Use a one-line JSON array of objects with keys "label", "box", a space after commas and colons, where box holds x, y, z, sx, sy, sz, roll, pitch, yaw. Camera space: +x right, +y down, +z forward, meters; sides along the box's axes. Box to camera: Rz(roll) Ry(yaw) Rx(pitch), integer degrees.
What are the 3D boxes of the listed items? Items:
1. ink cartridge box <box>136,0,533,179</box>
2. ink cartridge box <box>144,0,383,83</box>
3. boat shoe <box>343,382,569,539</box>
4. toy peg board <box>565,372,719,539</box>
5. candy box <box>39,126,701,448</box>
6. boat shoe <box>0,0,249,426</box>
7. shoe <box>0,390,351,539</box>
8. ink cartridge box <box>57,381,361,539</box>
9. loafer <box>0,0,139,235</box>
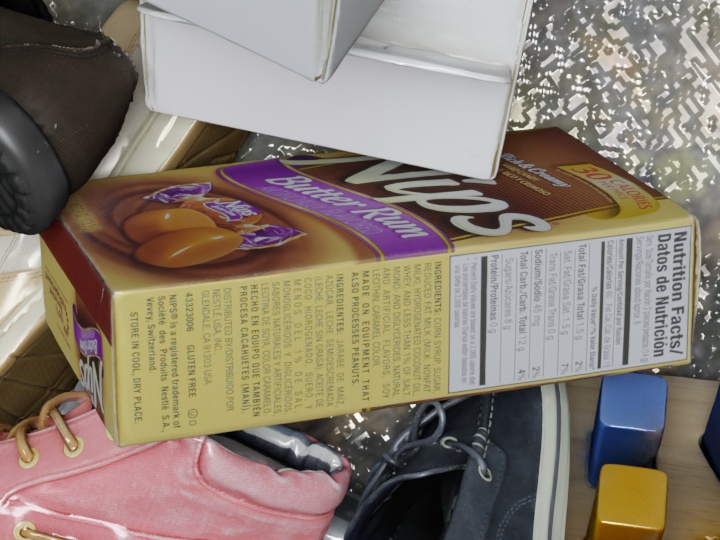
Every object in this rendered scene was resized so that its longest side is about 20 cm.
[{"label": "ink cartridge box", "box": [0.002, -0.135, 0.724, 0.127, 0.126, 0.201, 11, 58, 3]}, {"label": "ink cartridge box", "box": [-0.023, -0.170, 0.619, 0.143, 0.084, 0.201, 26, 58, 12]}, {"label": "boat shoe", "box": [0.030, 0.079, 0.737, 0.062, 0.201, 0.075, 20, 134, -14]}, {"label": "toy peg board", "box": [0.152, 0.112, 0.720, 0.198, 0.098, 0.201, 6, 58, 3]}, {"label": "candy box", "box": [0.000, 0.000, 0.732, 0.198, 0.117, 0.057, -6, 111, -19]}, {"label": "boat shoe", "box": [-0.118, -0.011, 0.801, 0.069, 0.074, 0.201, 38, 90, 16]}, {"label": "shoe", "box": [-0.105, 0.069, 0.735, 0.198, 0.072, 0.092, 22, 104, -5]}, {"label": "ink cartridge box", "box": [-0.069, 0.162, 0.810, 0.161, 0.057, 0.201, 23, 110, 3]}, {"label": "loafer", "box": [-0.137, -0.067, 0.762, 0.071, 0.199, 0.073, -37, 127, -21]}]
